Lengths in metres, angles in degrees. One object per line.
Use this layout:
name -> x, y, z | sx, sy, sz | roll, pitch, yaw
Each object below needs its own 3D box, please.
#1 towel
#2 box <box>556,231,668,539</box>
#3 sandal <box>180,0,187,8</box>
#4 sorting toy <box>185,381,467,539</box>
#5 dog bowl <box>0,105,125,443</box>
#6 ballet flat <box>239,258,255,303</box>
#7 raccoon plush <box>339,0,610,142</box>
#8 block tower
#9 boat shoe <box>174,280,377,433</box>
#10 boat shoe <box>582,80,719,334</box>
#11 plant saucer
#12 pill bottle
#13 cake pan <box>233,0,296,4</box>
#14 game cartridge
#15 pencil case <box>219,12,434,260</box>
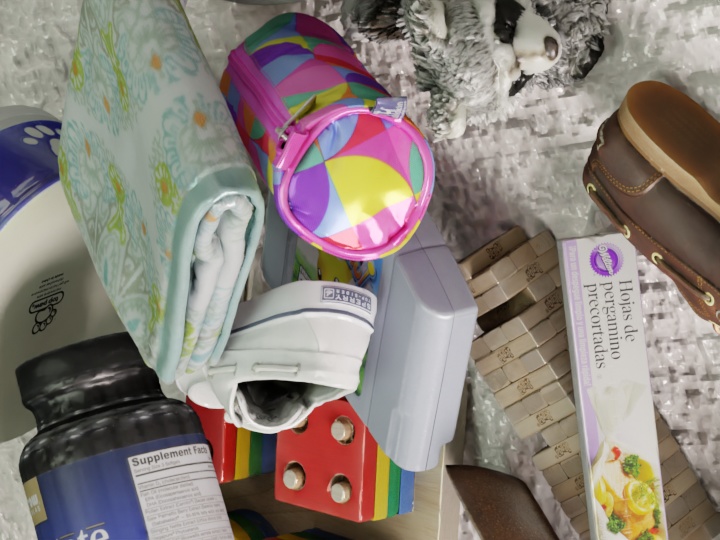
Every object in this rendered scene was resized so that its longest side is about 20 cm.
towel -> -0.112, -0.053, 1.448 | 0.171, 0.048, 0.200 | 63, 155, 25
box -> 0.133, 0.080, 1.421 | 0.041, 0.039, 0.200 | 156, 107, -89
sandal -> -0.099, -0.224, 1.503 | 0.079, 0.059, 0.207 | 27, 118, 12
sorting toy -> -0.039, 0.147, 1.627 | 0.200, 0.070, 0.199 | 12, 103, 41
dog bowl -> -0.218, 0.004, 1.667 | 0.079, 0.200, 0.200 | 32, 133, 26
ballet flat -> -0.096, -0.045, 1.617 | 0.067, 0.064, 0.200 | 68, -168, -84
raccoon plush -> 0.034, -0.109, 1.387 | 0.200, 0.134, 0.097 | -19, 101, 49
block tower -> 0.117, 0.073, 1.479 | 0.200, 0.058, 0.054 | 57, 141, 0
boat shoe -> -0.056, 0.057, 1.509 | 0.200, 0.074, 0.065 | 147, 132, -63
boat shoe -> 0.189, -0.004, 1.347 | 0.200, 0.070, 0.070 | 50, 133, 23
plant saucer -> 0.111, 0.186, 1.504 | 0.200, 0.037, 0.200 | 59, -178, -3
pill bottle -> -0.135, 0.142, 1.592 | 0.112, 0.112, 0.200 | -28, 76, 50
cake pan -> -0.054, -0.240, 1.413 | 0.200, 0.037, 0.200 | 8, 112, 19
game cartridge -> 0.000, 0.000, 1.515 | 0.200, 0.040, 0.133 | 53, 142, 43
pencil case -> -0.021, -0.072, 1.394 | 0.200, 0.088, 0.088 | -125, 20, -69
